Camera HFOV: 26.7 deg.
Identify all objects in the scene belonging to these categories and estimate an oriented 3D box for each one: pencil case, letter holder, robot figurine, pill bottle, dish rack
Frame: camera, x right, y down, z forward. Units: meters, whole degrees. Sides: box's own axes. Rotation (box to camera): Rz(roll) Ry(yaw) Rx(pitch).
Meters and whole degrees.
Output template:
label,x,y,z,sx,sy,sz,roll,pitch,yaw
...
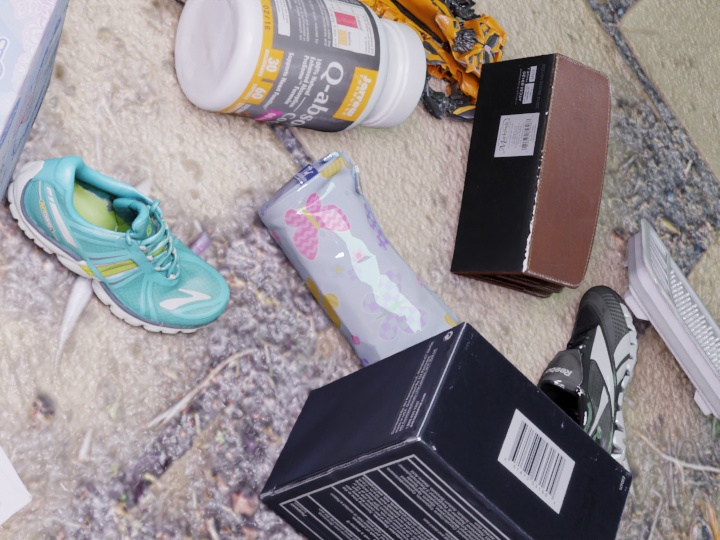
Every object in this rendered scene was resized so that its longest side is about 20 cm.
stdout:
label,x,y,z,sx,sy,sz,roll,pitch,yaw
pencil case,0.000,0.000,1.270,0.090,0.083,0.201,-37,99,-20
letter holder,0.181,-0.081,1.411,0.141,0.100,0.202,15,81,-38
robot figurine,0.063,-0.232,1.435,0.199,0.058,0.146,33,56,-25
pill bottle,-0.048,-0.180,1.282,0.199,0.116,0.117,6,69,-38
dish rack,0.321,0.056,1.514,0.201,0.043,0.172,53,18,-10

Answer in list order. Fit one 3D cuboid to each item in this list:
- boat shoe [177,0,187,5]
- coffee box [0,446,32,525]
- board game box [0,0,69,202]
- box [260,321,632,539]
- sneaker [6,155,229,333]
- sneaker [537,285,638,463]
label,x,y,z,sx,sy,sz,roll,pitch,yaw
boat shoe,-0.170,-0.279,1.245,0.201,0.075,0.075,16,63,-35
coffee box,-0.348,0.118,0.849,0.199,0.197,0.201,-39,100,-43
board game box,-0.247,-0.113,1.029,0.043,0.199,0.201,21,58,-10
box,0.066,0.168,1.180,0.200,0.198,0.124,43,48,-19
sneaker,-0.171,-0.017,1.131,0.200,0.079,0.078,36,53,-34
sneaker,0.209,0.097,1.420,0.090,0.066,0.202,26,60,-33
